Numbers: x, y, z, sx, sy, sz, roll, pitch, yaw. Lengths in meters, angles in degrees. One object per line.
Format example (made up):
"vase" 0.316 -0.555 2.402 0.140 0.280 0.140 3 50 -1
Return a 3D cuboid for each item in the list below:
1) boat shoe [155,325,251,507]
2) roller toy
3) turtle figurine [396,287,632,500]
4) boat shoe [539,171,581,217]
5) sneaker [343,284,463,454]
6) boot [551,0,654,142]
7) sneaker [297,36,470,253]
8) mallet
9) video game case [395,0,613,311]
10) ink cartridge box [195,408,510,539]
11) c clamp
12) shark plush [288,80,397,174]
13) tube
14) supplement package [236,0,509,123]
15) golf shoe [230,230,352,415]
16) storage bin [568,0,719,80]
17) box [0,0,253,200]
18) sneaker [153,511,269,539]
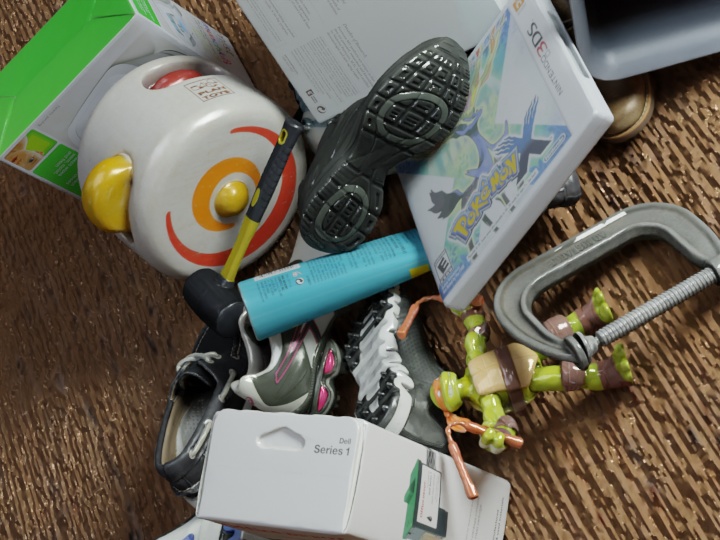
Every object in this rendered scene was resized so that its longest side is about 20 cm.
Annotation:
"boat shoe" -0.135 0.108 1.344 0.074 0.060 0.200 -20 41 32
"roller toy" -0.148 -0.090 1.394 0.183 0.200 0.140 -52 49 -1
"turtle figurine" 0.120 0.083 1.168 0.161 0.064 0.200 -17 43 5
"boat shoe" 0.125 -0.114 1.277 0.060 0.074 0.200 -8 37 -10
"sneaker" 0.040 0.084 1.254 0.066 0.090 0.200 -50 22 25
"boot" 0.176 -0.191 1.262 0.074 0.075 0.200 -32 55 21
"sneaker" 0.009 -0.113 1.259 0.200 0.076 0.091 -49 30 13
"mallet" -0.090 -0.033 1.331 0.066 0.041 0.200 50 120 37
"video game case" 0.103 -0.099 1.201 0.200 0.022 0.183 -54 33 30
"ink cartridge box" -0.004 0.170 1.157 0.146 0.200 0.085 -1 71 38
"c clamp" 0.203 0.013 1.137 0.200 0.027 0.171 -25 42 -4
"shark plush" -0.004 -0.126 1.405 0.083 0.091 0.200 -38 31 -11
"tube" 0.000 0.000 1.273 0.200 0.050 0.077 -20 27 -3
"supplement package" 0.022 -0.256 1.325 0.200 0.152 0.151 -23 23 29
"golf shoe" -0.054 0.028 1.326 0.077 0.088 0.200 -30 48 56
"storage bin" 0.240 -0.257 1.176 0.200 0.146 0.135 -17 48 4
"box" -0.237 -0.170 1.507 0.200 0.176 0.097 -42 50 16
"sneaker" -0.131 0.280 1.300 0.115 0.081 0.200 -3 62 41
